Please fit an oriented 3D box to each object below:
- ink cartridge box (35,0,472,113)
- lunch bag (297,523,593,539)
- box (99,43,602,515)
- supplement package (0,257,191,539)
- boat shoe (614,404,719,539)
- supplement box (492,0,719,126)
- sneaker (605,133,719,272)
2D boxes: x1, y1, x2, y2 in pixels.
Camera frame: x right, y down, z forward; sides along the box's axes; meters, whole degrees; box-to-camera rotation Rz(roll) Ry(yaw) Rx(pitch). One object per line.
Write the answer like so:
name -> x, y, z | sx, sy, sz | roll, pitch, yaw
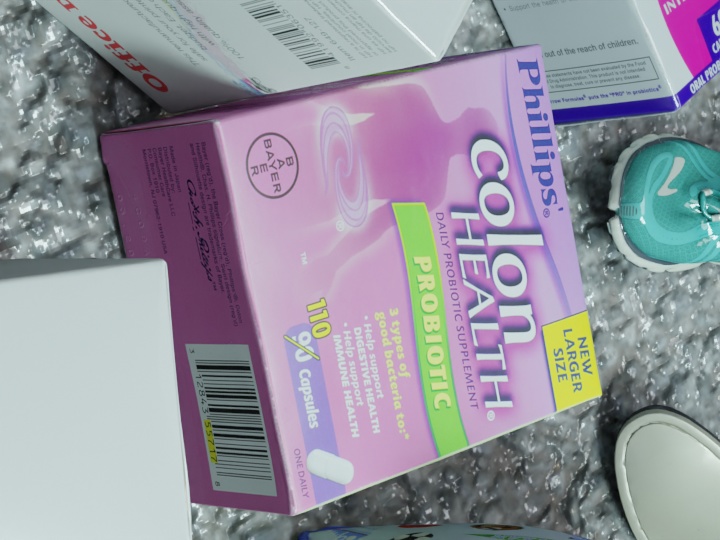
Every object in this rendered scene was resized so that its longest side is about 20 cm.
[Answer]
ink cartridge box -> -0.047, -0.175, 0.903 | 0.147, 0.199, 0.145 | 41, 63, -30
lunch bag -> 0.093, 0.185, 1.030 | 0.199, 0.169, 0.125 | 3, 90, -39
box -> 0.000, 0.000, 1.005 | 0.199, 0.096, 0.177 | -16, 99, -38
supplement package -> -0.183, 0.064, 0.840 | 0.199, 0.121, 0.121 | -9, 95, -38
boat shoe -> 0.204, 0.144, 1.207 | 0.200, 0.072, 0.063 | 49, 18, -21
supplement box -> 0.119, -0.188, 1.102 | 0.101, 0.103, 0.201 | -40, 111, -31
sneaker -> 0.216, -0.036, 1.192 | 0.199, 0.079, 0.078 | 4, 87, -38
